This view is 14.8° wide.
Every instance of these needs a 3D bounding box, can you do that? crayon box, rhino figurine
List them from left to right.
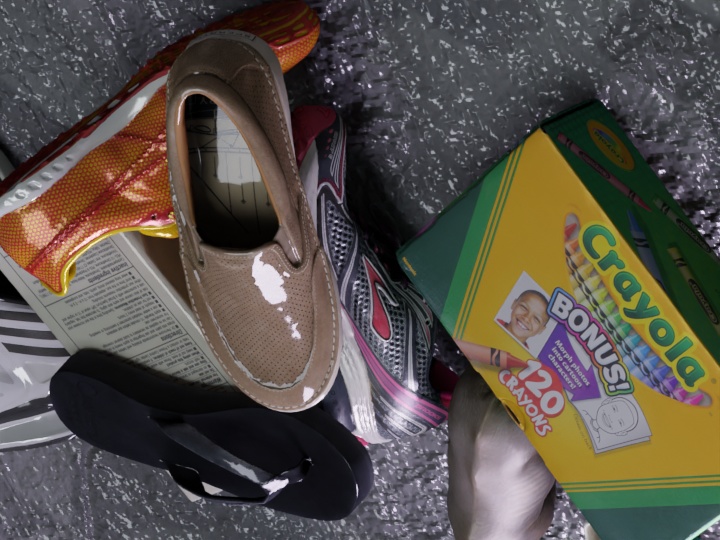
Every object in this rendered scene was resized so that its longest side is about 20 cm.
[{"bbox_3d":[0.076,0.115,1.463,0.060,0.087,0.200,18,133,19],"label":"rhino figurine"},{"bbox_3d":[0.123,0.033,1.337,0.200,0.058,0.119,54,129,8],"label":"crayon box"}]

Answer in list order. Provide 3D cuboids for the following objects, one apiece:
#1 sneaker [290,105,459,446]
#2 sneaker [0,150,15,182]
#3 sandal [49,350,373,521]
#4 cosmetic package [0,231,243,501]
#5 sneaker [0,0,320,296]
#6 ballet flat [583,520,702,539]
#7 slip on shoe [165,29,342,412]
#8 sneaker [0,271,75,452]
[{"bbox_3d":[0.000,0.000,1.432,0.075,0.081,0.200,-11,124,5],"label":"sneaker"},{"bbox_3d":[-0.270,-0.063,1.529,0.200,0.085,0.075,43,136,-7],"label":"sneaker"},{"bbox_3d":[-0.082,0.097,1.468,0.200,0.043,0.076,11,133,29],"label":"sandal"},{"bbox_3d":[-0.104,0.021,1.507,0.105,0.071,0.200,-21,113,42],"label":"cosmetic package"},{"bbox_3d":[-0.095,-0.065,1.394,0.200,0.073,0.077,-37,104,15],"label":"sneaker"},{"bbox_3d":[0.148,0.131,1.450,0.067,0.068,0.200,20,133,26],"label":"ballet flat"},{"bbox_3d":[-0.055,-0.015,1.341,0.076,0.061,0.200,-1,115,12],"label":"slip on shoe"},{"bbox_3d":[-0.254,0.054,1.600,0.200,0.076,0.115,-14,110,2],"label":"sneaker"}]
